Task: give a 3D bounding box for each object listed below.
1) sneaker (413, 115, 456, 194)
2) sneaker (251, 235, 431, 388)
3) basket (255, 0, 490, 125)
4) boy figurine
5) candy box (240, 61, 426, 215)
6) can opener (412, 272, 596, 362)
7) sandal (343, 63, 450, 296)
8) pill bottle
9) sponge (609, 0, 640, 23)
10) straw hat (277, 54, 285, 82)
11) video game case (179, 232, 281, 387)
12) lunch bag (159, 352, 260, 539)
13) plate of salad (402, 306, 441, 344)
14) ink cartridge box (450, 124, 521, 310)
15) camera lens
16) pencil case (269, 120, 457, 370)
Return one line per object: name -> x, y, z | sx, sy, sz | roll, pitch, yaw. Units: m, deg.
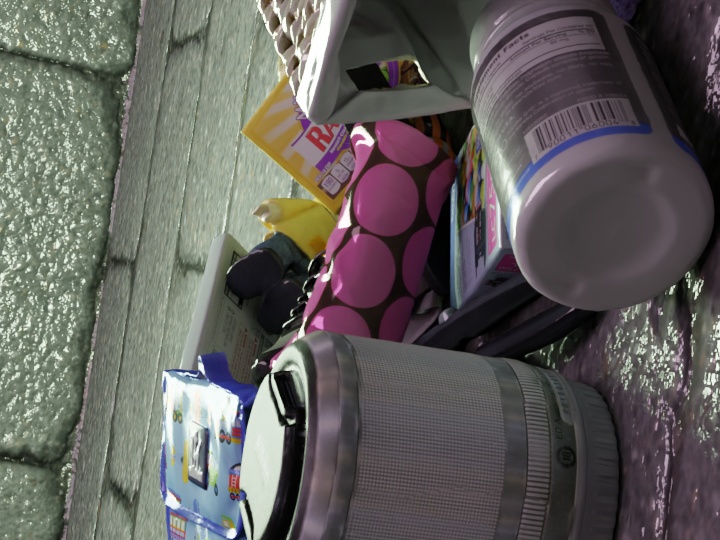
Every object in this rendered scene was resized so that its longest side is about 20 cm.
sneaker -> 0.023, -0.045, 1.540 | 0.201, 0.077, 0.112 | -60, 20, 27
sneaker -> -0.021, 0.024, 1.416 | 0.074, 0.080, 0.200 | -27, 10, 46
basket -> 0.025, -0.206, 1.170 | 0.124, 0.134, 0.201 | 62, 146, 34
boy figurine -> -0.038, -0.015, 1.628 | 0.064, 0.125, 0.200 | -38, 3, 33
candy box -> 0.007, -0.151, 1.454 | 0.201, 0.102, 0.026 | -52, -12, 10
can opener -> 0.085, 0.041, 1.238 | 0.064, 0.078, 0.200 | 55, 142, 8
sandal -> 0.021, -0.072, 1.419 | 0.048, 0.075, 0.202 | -26, 90, 33
pill bottle -> 0.125, -0.081, 1.097 | 0.201, 0.113, 0.114 | -101, 25, -51
sponge -> 0.154, -0.200, 1.214 | 0.201, 0.030, 0.112 | 113, 160, -45
straw hat -> -0.025, -0.161, 1.572 | 0.201, 0.084, 0.203 | 14, -90, -75
video game case -> -0.076, 0.096, 1.571 | 0.022, 0.182, 0.201 | -25, 35, 29
lunch bag -> -0.081, 0.155, 1.323 | 0.150, 0.093, 0.202 | 10, 111, 64
plate of salad -> -0.015, 0.094, 1.445 | 0.048, 0.199, 0.200 | 54, 163, -5
ink cartridge box -> 0.090, -0.039, 1.286 | 0.200, 0.041, 0.121 | 109, 164, -72
camera lens -> 0.035, 0.126, 1.141 | 0.160, 0.198, 0.162 | -171, 90, -75
pencil case -> 0.000, 0.000, 1.316 | 0.093, 0.090, 0.202 | 7, 71, 46
